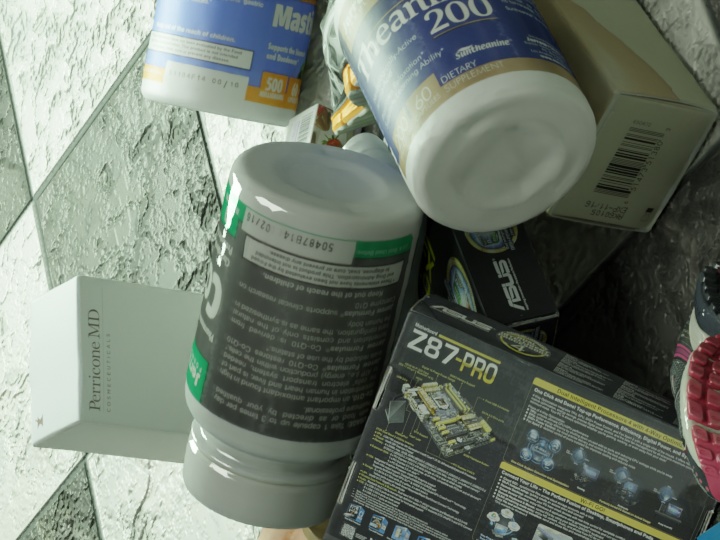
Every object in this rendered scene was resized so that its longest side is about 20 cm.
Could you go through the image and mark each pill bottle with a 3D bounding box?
[{"bbox_3d":[-0.038,0.038,1.658,0.113,0.112,0.201,45,128,52],"label":"pill bottle"},{"bbox_3d":[0.049,-0.127,1.655,0.111,0.110,0.201,-57,40,32],"label":"pill bottle"},{"bbox_3d":[-0.082,-0.208,2.029,0.112,0.112,0.201,17,97,57],"label":"pill bottle"}]

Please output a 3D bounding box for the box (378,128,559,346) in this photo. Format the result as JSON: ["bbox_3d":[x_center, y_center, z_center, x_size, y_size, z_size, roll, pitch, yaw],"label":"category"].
[{"bbox_3d":[0.058,-0.007,1.748,0.161,0.044,0.201,97,157,-57],"label":"box"}]

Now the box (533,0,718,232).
[{"bbox_3d":[0.120,-0.122,1.721,0.095,0.077,0.200,-63,37,28],"label":"box"}]

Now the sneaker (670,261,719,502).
[{"bbox_3d":[0.199,0.071,1.516,0.200,0.080,0.075,-69,-2,-65],"label":"sneaker"}]

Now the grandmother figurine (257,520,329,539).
[{"bbox_3d":[-0.068,0.215,1.943,0.200,0.060,0.121,-52,7,32],"label":"grandmother figurine"}]

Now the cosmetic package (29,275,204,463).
[{"bbox_3d":[-0.116,0.071,1.931,0.071,0.199,0.102,-25,62,52],"label":"cosmetic package"}]

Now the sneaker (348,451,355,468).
[{"bbox_3d":[0.025,0.112,1.722,0.199,0.078,0.083,24,134,43],"label":"sneaker"}]

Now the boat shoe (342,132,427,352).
[{"bbox_3d":[0.000,0.000,1.774,0.201,0.073,0.066,108,151,-45],"label":"boat shoe"}]

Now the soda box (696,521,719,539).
[{"bbox_3d":[0.258,0.124,1.454,0.200,0.067,0.065,-42,49,45],"label":"soda box"}]

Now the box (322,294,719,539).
[{"bbox_3d":[0.093,0.126,1.617,0.199,0.049,0.162,23,109,11],"label":"box"}]

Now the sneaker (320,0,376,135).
[{"bbox_3d":[0.011,-0.139,1.843,0.200,0.078,0.078,108,141,-79],"label":"sneaker"}]

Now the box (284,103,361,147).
[{"bbox_3d":[-0.042,-0.013,1.940,0.041,0.039,0.201,-27,45,53],"label":"box"}]
